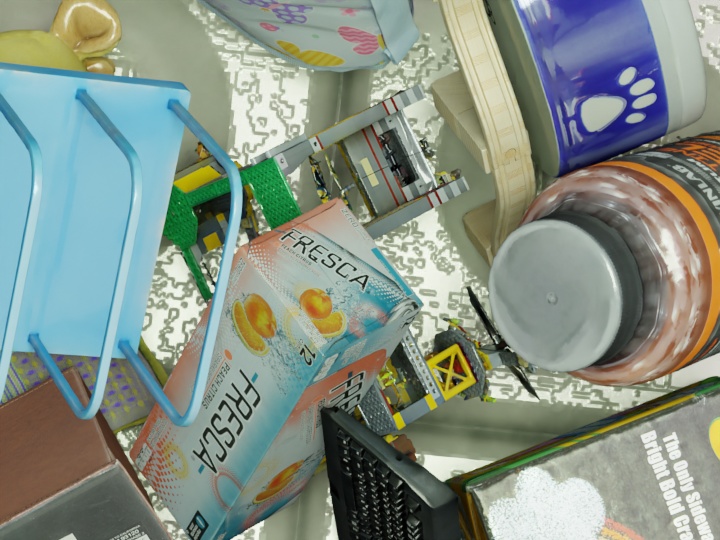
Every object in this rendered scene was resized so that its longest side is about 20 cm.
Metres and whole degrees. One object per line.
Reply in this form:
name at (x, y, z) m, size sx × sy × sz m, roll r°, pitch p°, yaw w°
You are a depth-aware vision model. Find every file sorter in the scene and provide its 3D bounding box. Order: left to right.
file sorter at (-0.169, -0.012, 1.225) m, size 0.200 × 0.123 × 0.139 m, roll 5°, pitch 109°, yaw -24°

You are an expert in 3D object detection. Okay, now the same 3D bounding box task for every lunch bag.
lunch bag at (-0.052, -0.192, 1.322) m, size 0.200 × 0.170 × 0.127 m, roll 41°, pitch 85°, yaw 16°

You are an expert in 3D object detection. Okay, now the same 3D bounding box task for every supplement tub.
supplement tub at (0.142, -0.005, 1.301) m, size 0.107 × 0.200 × 0.107 m, roll 8°, pitch 105°, yaw 33°

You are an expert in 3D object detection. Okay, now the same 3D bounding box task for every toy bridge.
toy bridge at (0.060, -0.074, 1.331) m, size 0.027 × 0.200 × 0.067 m, roll -24°, pitch 44°, yaw -10°

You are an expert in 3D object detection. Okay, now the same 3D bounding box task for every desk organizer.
desk organizer at (-0.203, 0.136, 1.341) m, size 0.200 × 0.072 × 0.077 m, roll -28°, pitch 45°, yaw 0°

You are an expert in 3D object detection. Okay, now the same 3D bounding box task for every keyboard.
keyboard at (0.018, 0.140, 1.302) m, size 0.104 × 0.200 × 0.040 m, roll 34°, pitch 71°, yaw 18°

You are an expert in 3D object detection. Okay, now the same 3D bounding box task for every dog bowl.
dog bowl at (0.092, -0.149, 1.331) m, size 0.079 × 0.200 × 0.200 m, roll -24°, pitch 89°, yaw -3°

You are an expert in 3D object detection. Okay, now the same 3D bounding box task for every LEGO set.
LEGO set at (0.000, 0.000, 1.354) m, size 0.116 × 0.154 × 0.200 m, roll -28°, pitch 87°, yaw -34°

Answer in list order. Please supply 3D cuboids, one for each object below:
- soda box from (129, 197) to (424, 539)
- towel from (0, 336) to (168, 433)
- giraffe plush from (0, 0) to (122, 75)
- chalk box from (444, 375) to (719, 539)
soda box at (-0.043, 0.053, 1.285) m, size 0.064 × 0.200 × 0.068 m, roll -27°, pitch 72°, yaw -33°
towel at (-0.201, 0.057, 1.352) m, size 0.200 × 0.023 × 0.144 m, roll -23°, pitch 127°, yaw -3°
giraffe plush at (-0.206, -0.072, 1.350) m, size 0.162 × 0.173 × 0.200 m, roll 12°, pitch 52°, yaw -13°
chalk box at (0.158, 0.127, 1.361) m, size 0.200 × 0.124 × 0.125 m, roll -20°, pitch 88°, yaw -5°
